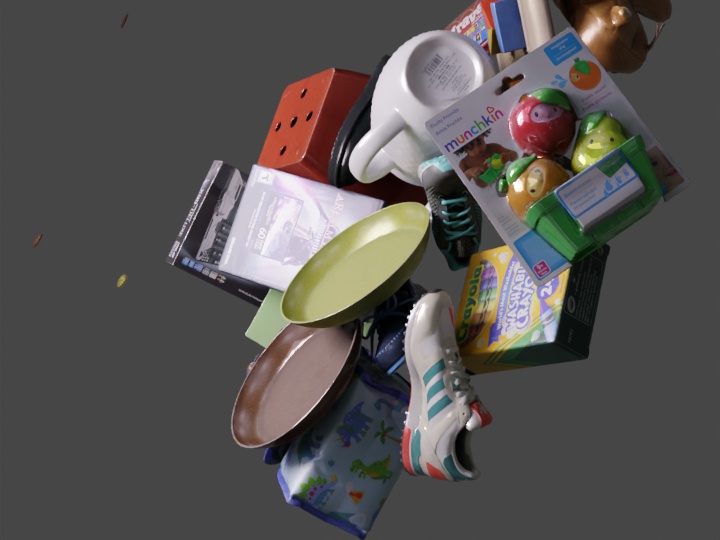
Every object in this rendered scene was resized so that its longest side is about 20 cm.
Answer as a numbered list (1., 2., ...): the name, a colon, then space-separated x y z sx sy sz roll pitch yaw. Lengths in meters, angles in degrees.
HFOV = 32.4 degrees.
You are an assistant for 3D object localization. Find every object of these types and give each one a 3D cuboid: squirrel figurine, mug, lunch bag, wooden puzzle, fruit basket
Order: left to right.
1. lunch bag: -0.020 0.180 1.415 0.171 0.127 0.200 -59 14 4
2. mug: 0.067 -0.171 1.375 0.200 0.148 0.175 -40 -9 -9
3. wooden puzzle: 0.170 -0.229 1.353 0.200 0.046 0.187 -123 19 -78
4. fruit basket: 0.191 -0.115 1.200 0.184 0.201 0.094 -32 -6 -6
5. squirrel figurine: 0.237 -0.298 1.303 0.141 0.200 0.188 -29 33 39

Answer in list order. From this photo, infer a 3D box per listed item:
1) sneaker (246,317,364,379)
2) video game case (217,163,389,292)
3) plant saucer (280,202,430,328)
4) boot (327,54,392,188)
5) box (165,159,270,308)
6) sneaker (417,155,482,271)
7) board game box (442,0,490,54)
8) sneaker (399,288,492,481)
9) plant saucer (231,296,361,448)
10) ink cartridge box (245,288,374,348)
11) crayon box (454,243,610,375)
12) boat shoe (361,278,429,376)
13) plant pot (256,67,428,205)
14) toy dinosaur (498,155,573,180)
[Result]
1. sneaker: -0.079 0.118 1.538 0.112 0.077 0.201 33 105 21
2. video game case: -0.073 -0.041 1.531 0.199 0.019 0.144 17 86 29
3. plant saucer: 0.000 0.000 1.373 0.199 0.031 0.200 -31 22 14
4. boot: 0.068 -0.164 1.505 0.199 0.161 0.073 -62 -15 -19
5. box: -0.148 -0.038 1.726 0.159 0.199 0.050 -63 22 -4
6. sneaker: 0.110 -0.063 1.375 0.077 0.200 0.092 -13 68 4
7. board game box: 0.155 -0.317 1.648 0.200 0.019 0.104 -38 35 39
8. sneaker: 0.096 0.121 1.270 0.093 0.070 0.202 9 100 35
9. plant saucer: -0.065 0.118 1.369 0.200 0.032 0.201 -40 25 23
10. ink cartridge box: -0.045 0.030 1.561 0.201 0.145 0.048 -60 -10 2
11. crayon box: 0.162 0.037 1.296 0.199 0.051 0.127 -17 52 54
12. boat shoe: 0.037 0.060 1.381 0.084 0.069 0.200 -41 4 12
13. plant pot: -0.020 -0.157 1.637 0.199 0.175 0.201 -6 61 57
14. toy dinosaur: 0.179 -0.115 1.345 0.077 0.102 0.200 -57 29 9
